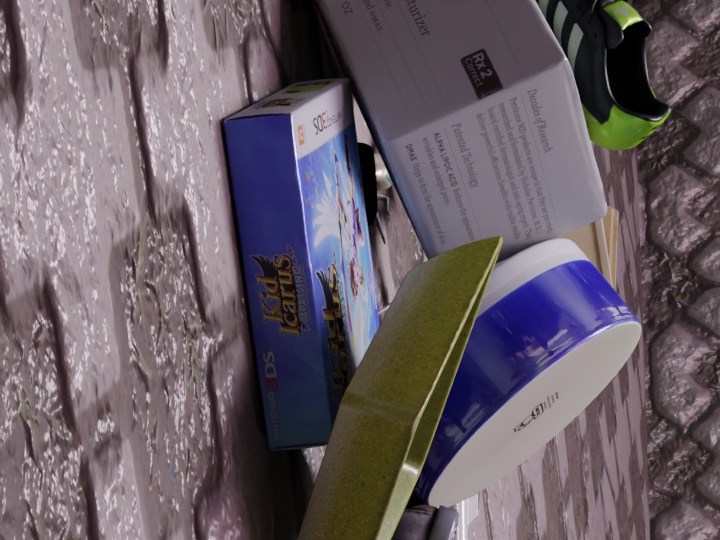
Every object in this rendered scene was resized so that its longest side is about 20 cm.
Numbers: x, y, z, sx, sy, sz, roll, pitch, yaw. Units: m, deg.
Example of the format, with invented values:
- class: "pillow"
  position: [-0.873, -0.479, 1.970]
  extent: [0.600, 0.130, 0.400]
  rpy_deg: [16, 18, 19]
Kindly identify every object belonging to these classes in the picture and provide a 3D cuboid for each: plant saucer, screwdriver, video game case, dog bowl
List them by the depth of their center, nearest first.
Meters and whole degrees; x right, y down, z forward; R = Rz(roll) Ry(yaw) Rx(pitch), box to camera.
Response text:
- class: "plant saucer"
  position: [0.014, 0.097, 1.402]
  extent: [0.200, 0.048, 0.200]
  rpy_deg: [-62, 171, -54]
- class: "video game case"
  position: [-0.030, -0.009, 1.463]
  extent: [0.181, 0.045, 0.201]
  rpy_deg: [-44, 128, -74]
- class: "screwdriver"
  position: [0.000, 0.000, 1.636]
  extent: [0.029, 0.028, 0.201]
  rpy_deg: [119, -27, -56]
- class: "dog bowl"
  position: [0.098, 0.073, 1.648]
  extent: [0.079, 0.200, 0.200]
  rpy_deg: [49, 2, 18]

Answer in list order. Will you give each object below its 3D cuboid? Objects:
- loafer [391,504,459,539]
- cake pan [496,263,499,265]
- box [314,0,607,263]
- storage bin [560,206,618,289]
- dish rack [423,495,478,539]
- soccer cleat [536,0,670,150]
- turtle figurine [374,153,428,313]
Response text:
- class: "loafer"
  position: [0.025, 0.188, 1.595]
  extent: [0.200, 0.063, 0.072]
  rpy_deg: [105, 3, -73]
- class: "cake pan"
  position: [0.110, -0.032, 2.168]
  extent: [0.200, 0.036, 0.202]
  rpy_deg: [-6, 90, -79]
- class: "box"
  position: [0.060, -0.134, 1.600]
  extent: [0.200, 0.130, 0.200]
  rpy_deg: [66, 0, -58]
- class: "storage bin"
  position: [0.229, -0.099, 2.641]
  extent: [0.199, 0.093, 0.201]
  rpy_deg: [-78, 159, -54]
- class: "dish rack"
  position: [0.069, 0.212, 1.784]
  extent: [0.172, 0.043, 0.201]
  rpy_deg: [80, 8, -64]
- class: "soccer cleat"
  position: [0.155, -0.181, 1.619]
  extent: [0.081, 0.067, 0.201]
  rpy_deg: [-25, -91, 59]
- class: "turtle figurine"
  position: [0.052, -0.041, 1.768]
  extent: [0.200, 0.100, 0.150]
  rpy_deg: [-88, 167, -57]
